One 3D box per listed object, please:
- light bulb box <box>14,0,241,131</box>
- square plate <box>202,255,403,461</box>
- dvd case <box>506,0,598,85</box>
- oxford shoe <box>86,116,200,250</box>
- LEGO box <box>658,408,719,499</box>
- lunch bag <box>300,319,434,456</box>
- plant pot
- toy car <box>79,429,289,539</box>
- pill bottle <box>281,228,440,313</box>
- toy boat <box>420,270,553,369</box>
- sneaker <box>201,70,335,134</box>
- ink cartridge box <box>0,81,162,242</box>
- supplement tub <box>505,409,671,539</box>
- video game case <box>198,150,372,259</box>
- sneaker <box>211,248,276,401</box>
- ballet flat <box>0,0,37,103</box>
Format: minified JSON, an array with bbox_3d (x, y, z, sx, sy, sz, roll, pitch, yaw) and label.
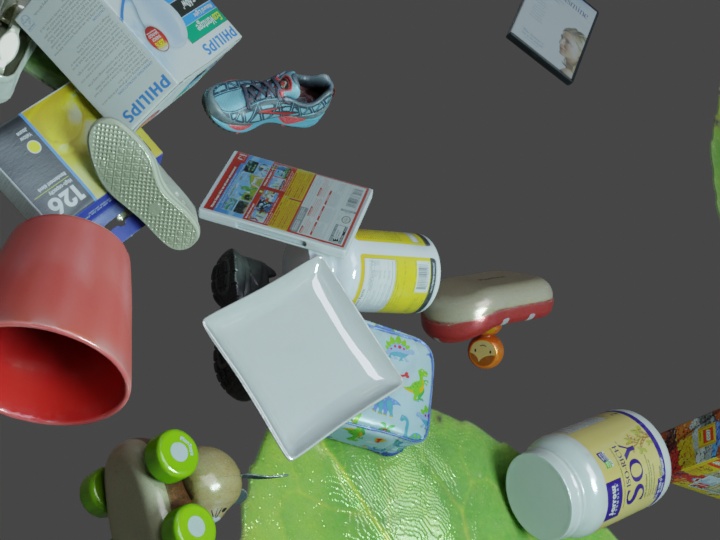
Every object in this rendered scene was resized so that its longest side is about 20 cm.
[{"bbox_3d":[-0.291,-0.309,1.555,0.200,0.125,0.198,48,33,-9],"label":"light bulb box"},{"bbox_3d":[-0.070,0.105,1.491,0.200,0.028,0.198,-30,84,-36],"label":"square plate"},{"bbox_3d":[0.339,-0.431,2.129,0.143,0.018,0.200,35,53,-13],"label":"dvd case"},{"bbox_3d":[-0.270,-0.110,1.516,0.200,0.075,0.058,53,15,-29],"label":"oxford shoe"},{"bbox_3d":[0.574,0.287,1.838,0.200,0.149,0.077,20,57,-23],"label":"LEGO box"},{"bbox_3d":[-0.002,0.143,1.581,0.200,0.082,0.161,18,60,-24],"label":"lunch bag"},{"bbox_3d":[-0.341,0.048,1.357,0.200,0.200,0.178,22,47,-22],"label":"plant pot"},{"bbox_3d":[-0.183,0.261,1.370,0.200,0.164,0.158,2,66,-46],"label":"toy car"},{"bbox_3d":[0.000,0.000,1.636,0.200,0.112,0.112,4,65,-31],"label":"pill bottle"},{"bbox_3d":[0.177,0.076,1.722,0.200,0.130,0.131,-8,103,-39],"label":"toy boat"},{"bbox_3d":[-0.125,-0.249,1.689,0.200,0.096,0.079,-10,72,-36],"label":"sneaker"},{"bbox_3d":[-0.346,-0.126,1.520,0.200,0.047,0.198,47,51,-2],"label":"ink cartridge box"},{"bbox_3d":[0.313,0.282,1.675,0.200,0.145,0.146,-14,75,-37],"label":"supplement tub"},{"bbox_3d":[-0.096,-0.089,1.604,0.200,0.017,0.143,16,41,6],"label":"video game case"},{"bbox_3d":[-0.135,0.070,1.543,0.091,0.076,0.200,14,62,-35],"label":"sneaker"},{"bbox_3d":[-0.436,-0.301,1.535,0.069,0.069,0.200,22,57,-22],"label":"ballet flat"}]
